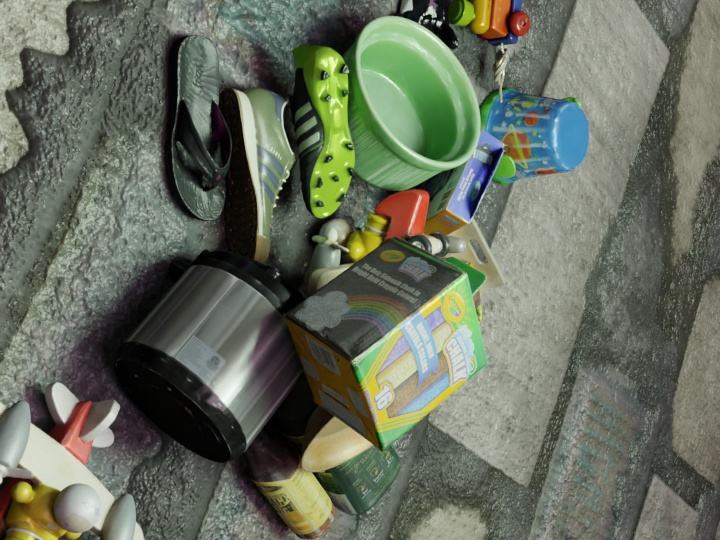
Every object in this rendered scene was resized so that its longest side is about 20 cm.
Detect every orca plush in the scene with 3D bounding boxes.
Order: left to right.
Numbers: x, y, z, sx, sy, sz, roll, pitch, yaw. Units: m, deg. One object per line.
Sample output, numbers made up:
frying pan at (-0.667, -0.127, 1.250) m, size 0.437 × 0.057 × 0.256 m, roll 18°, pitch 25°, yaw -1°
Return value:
orca plush at (0.092, -0.293, 1.479) m, size 0.104 × 0.070 × 0.204 m, roll 16°, pitch 84°, yaw -46°

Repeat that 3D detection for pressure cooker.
pressure cooker at (-0.140, 0.080, 1.203) m, size 0.201 × 0.177 × 0.177 m, roll -52°, pitch 125°, yaw -27°

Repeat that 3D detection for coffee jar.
coffee jar at (-0.034, 0.203, 1.396) m, size 0.104 × 0.085 × 0.201 m, roll -47°, pitch 127°, yaw -23°

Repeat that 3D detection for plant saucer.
plant saucer at (0.007, 0.154, 1.284) m, size 0.198 × 0.036 × 0.201 m, roll -31°, pitch 157°, yaw -15°

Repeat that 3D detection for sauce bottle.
sauce bottle at (-0.099, 0.241, 1.350) m, size 0.066 × 0.065 × 0.201 m, roll -51°, pitch 126°, yaw -29°

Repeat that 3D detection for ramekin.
ramekin at (0.044, -0.197, 1.375) m, size 0.198 × 0.097 × 0.203 m, roll 20°, pitch 56°, yaw -33°

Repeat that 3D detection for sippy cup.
sippy cup at (0.254, -0.194, 1.621) m, size 0.139 × 0.129 × 0.181 m, roll 34°, pitch 70°, yaw -44°

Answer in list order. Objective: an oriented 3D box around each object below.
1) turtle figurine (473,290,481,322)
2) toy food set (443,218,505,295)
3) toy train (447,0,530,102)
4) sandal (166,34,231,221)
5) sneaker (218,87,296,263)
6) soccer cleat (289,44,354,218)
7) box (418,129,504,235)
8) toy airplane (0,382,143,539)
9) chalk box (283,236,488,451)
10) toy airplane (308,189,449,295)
turtle figurine at (0.052, 0.056, 1.298) m, size 0.158 × 0.065 × 0.202 m, roll 3°, pitch 131°, yaw -12°
toy food set at (0.127, 0.040, 1.565) m, size 0.201 × 0.060 × 0.144 m, roll -54°, pitch 129°, yaw -27°
toy train at (0.168, -0.342, 1.553) m, size 0.114 × 0.084 × 0.204 m, roll 5°, pitch 92°, yaw -36°
sandal at (-0.174, -0.154, 1.231) m, size 0.075 × 0.047 × 0.205 m, roll -13°, pitch 104°, yaw -45°
sneaker at (-0.107, -0.110, 1.292) m, size 0.089 × 0.067 × 0.204 m, roll -13°, pitch 102°, yaw -41°
soccer cleat at (-0.048, -0.162, 1.307) m, size 0.067 × 0.081 × 0.203 m, roll -16°, pitch 120°, yaw -32°
box at (0.116, -0.102, 1.445) m, size 0.041 × 0.200 × 0.120 m, roll 29°, pitch 71°, yaw -10°
toy airplane at (-0.289, 0.209, 1.087) m, size 0.198 × 0.140 × 0.203 m, roll -6°, pitch 99°, yaw -45°
chalk box at (0.044, 0.059, 1.153) m, size 0.199 × 0.124 × 0.125 m, roll -34°, pitch 128°, yaw -23°
toy airplane at (0.000, 0.000, 1.383) m, size 0.199 × 0.141 × 0.201 m, roll -43°, pitch 162°, yaw -24°
